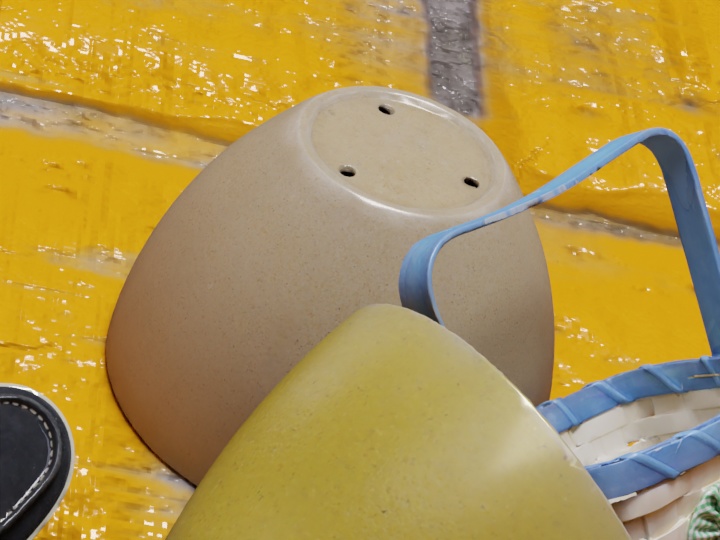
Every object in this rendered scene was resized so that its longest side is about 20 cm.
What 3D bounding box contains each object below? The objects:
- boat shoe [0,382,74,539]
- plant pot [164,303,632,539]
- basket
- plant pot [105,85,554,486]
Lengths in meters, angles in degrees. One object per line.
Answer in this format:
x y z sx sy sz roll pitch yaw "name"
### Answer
-0.172 0.085 0.880 0.200 0.062 0.075 -20 78 -42 "boat shoe"
0.000 0.134 0.928 0.142 0.200 0.200 -33 57 -21 "plant pot"
0.104 0.057 1.041 0.176 0.139 0.200 -28 98 -42 "basket"
0.000 0.000 1.126 0.200 0.135 0.200 11 36 -8 "plant pot"
